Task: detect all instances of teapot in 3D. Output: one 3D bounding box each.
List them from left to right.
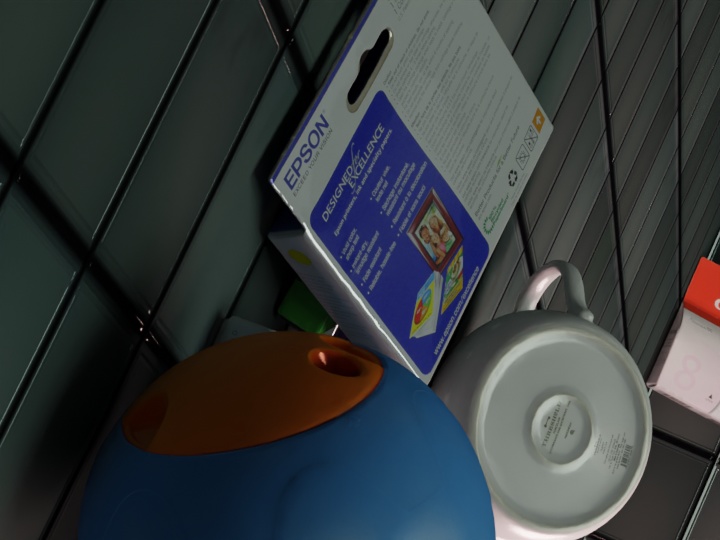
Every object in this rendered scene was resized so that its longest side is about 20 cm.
[{"bbox_3d":[0.128,0.119,1.984,0.199,0.198,0.146,-27,-169,-21],"label":"teapot"}]

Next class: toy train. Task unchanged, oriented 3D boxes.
[{"bbox_3d":[0.000,0.000,1.509,0.057,0.042,0.200,-61,169,17],"label":"toy train"}]

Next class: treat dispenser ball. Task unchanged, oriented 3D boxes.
[{"bbox_3d":[-0.035,0.130,1.190,0.201,0.200,0.201,-60,165,-28],"label":"treat dispenser ball"}]

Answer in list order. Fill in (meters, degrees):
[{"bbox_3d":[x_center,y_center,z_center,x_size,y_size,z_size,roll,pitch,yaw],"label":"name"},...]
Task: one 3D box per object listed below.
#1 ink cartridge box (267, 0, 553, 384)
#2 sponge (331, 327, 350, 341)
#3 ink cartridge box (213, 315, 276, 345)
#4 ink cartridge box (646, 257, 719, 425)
[{"bbox_3d":[0.022,-0.069,1.404,0.200,0.047,0.198,53,56,-42],"label":"ink cartridge box"},{"bbox_3d":[-0.038,0.109,1.473,0.200,0.030,0.112,-48,159,-24],"label":"sponge"},{"bbox_3d":[-0.046,0.148,1.392,0.200,0.043,0.199,31,81,-52],"label":"ink cartridge box"},{"bbox_3d":[0.504,0.105,3.420,0.201,0.162,0.057,-64,-166,-5],"label":"ink cartridge box"}]
